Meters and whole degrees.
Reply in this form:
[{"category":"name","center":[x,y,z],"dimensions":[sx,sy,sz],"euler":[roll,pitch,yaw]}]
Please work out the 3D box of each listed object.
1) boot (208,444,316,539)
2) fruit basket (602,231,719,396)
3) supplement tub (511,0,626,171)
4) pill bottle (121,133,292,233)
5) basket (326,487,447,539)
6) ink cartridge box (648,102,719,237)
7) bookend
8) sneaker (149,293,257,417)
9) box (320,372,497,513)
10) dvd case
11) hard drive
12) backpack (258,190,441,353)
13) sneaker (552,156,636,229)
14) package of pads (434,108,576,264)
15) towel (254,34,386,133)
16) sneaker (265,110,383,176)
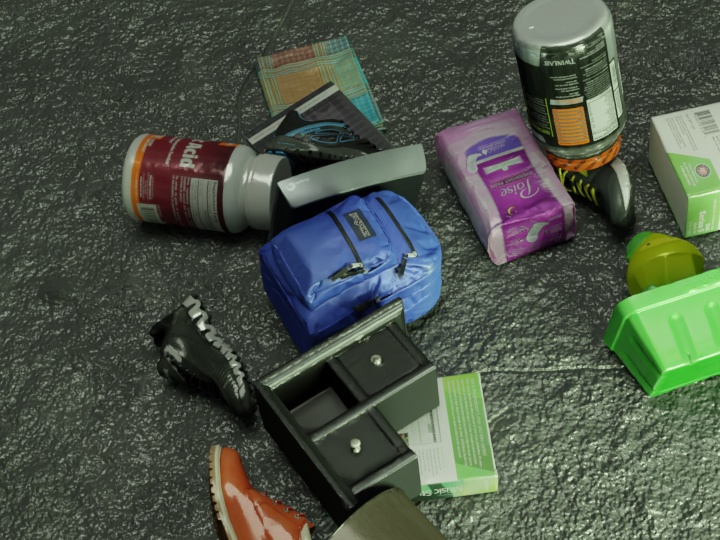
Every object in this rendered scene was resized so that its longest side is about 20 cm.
[{"category":"boot","center":[-0.107,0.273,1.629],"dimensions":[0.107,0.075,0.201],"euler":[-15,59,-9]},{"category":"fruit basket","center":[0.374,0.024,1.730],"dimensions":[0.214,0.156,0.217],"euler":[0,67,0]},{"category":"supplement tub","center":[0.259,-0.228,1.825],"dimensions":[0.122,0.201,0.123],"euler":[-10,41,9]},{"category":"pill bottle","center":[-0.196,-0.110,1.924],"dimensions":[0.199,0.114,0.115],"euler":[7,52,13]},{"category":"basket","center":[0.058,0.345,1.506],"dimensions":[0.200,0.136,0.180],"euler":[36,57,27]},{"category":"ink cartridge box","center":[0.480,-0.139,1.878],"dimensions":[0.199,0.084,0.146],"euler":[-12,50,-2]},{"category":"bookend","center":[0.019,0.165,1.637],"dimensions":[0.198,0.092,0.200],"euler":[-29,53,-16]},{"category":"sneaker","center":[-0.191,0.116,1.772],"dimensions":[0.090,0.067,0.200],"euler":[-28,49,-12]},{"category":"box","center":[0.048,0.194,1.693],"dimensions":[0.199,0.036,0.145],"euler":[-8,50,2]},{"category":"dvd case","center":[-0.038,-0.150,1.981],"dimensions":[0.148,0.016,0.200],"euler":[-34,64,-17]},{"category":"hard drive","center":[-0.014,-0.082,1.851],"dimensions":[0.199,0.135,0.042],"euler":[-17,57,-22]},{"category":"backpack","center":[0.000,0.000,1.776],"dimensions":[0.199,0.168,0.163],"euler":[-24,63,-14]},{"category":"sneaker","center":[0.292,-0.116,1.901],"dimensions":[0.084,0.075,0.201],"euler":[-17,41,1]},{"category":"package of pads","center":[0.182,-0.111,1.901],"dimensions":[0.120,0.076,0.201],"euler":[-20,51,-5]},{"category":"towel","center":[-0.060,-0.247,2.081],"dimensions":[0.146,0.022,0.201],"euler":[-15,50,-6]},{"category":"sneaker","center":[-0.020,-0.159,1.933],"dimensions":[0.199,0.073,0.082],"euler":[14,61,10]}]
